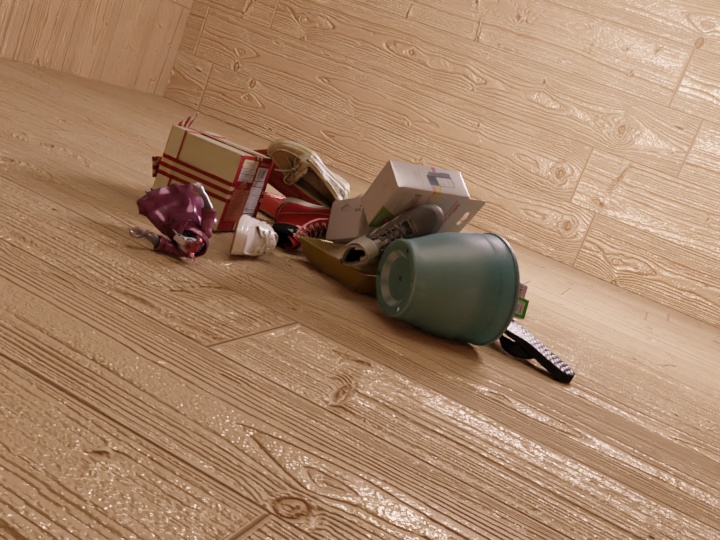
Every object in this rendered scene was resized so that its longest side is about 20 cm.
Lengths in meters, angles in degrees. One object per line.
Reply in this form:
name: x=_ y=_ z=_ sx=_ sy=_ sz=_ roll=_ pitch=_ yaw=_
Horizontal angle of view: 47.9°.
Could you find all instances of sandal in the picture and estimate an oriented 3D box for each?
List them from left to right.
sandal: x=0.298 y=0.144 z=1.480 sx=0.200 sy=0.048 sz=0.075 roll=44 pitch=21 yaw=32

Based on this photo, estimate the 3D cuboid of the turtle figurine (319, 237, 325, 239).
turtle figurine: x=-0.072 y=-0.083 z=1.786 sx=0.161 sy=0.064 sz=0.200 roll=13 pitch=41 yaw=-6

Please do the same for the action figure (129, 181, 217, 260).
action figure: x=-0.291 y=-0.062 z=1.314 sx=0.200 sy=0.134 sz=0.149 roll=53 pitch=-11 yaw=48

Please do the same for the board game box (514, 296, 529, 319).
board game box: x=0.212 y=0.047 z=1.612 sx=0.153 sy=0.040 sz=0.200 roll=20 pitch=-6 yaw=-28

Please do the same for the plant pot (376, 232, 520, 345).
plant pot: x=0.137 y=0.024 z=1.390 sx=0.188 sy=0.200 sz=0.200 roll=7 pitch=16 yaw=-28

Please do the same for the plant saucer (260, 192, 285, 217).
plant saucer: x=-0.146 y=-0.139 z=1.989 sx=0.199 sy=0.037 sz=0.200 roll=10 pitch=16 yaw=-44

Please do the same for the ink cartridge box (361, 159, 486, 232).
ink cartridge box: x=0.117 y=-0.130 z=1.496 sx=0.200 sy=0.117 sz=0.067 roll=6 pitch=52 yaw=-30

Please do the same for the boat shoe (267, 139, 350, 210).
boat shoe: x=-0.103 y=-0.190 z=1.638 sx=0.200 sy=0.073 sz=0.063 roll=32 pitch=42 yaw=-22

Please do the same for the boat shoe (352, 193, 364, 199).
boat shoe: x=0.037 y=-0.071 z=1.748 sx=0.200 sy=0.063 sz=0.073 roll=52 pitch=-27 yaw=5

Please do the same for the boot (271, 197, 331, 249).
boot: x=-0.084 y=-0.077 z=1.664 sx=0.200 sy=0.073 sz=0.144 roll=10 pitch=35 yaw=2

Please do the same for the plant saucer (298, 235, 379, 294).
plant saucer: x=0.000 y=0.000 z=1.591 sx=0.200 sy=0.049 sz=0.200 roll=9 pitch=16 yaw=-47

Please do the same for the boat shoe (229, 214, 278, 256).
boat shoe: x=-0.186 y=-0.060 z=1.471 sx=0.069 sy=0.071 sz=0.200 roll=19 pitch=10 yaw=2

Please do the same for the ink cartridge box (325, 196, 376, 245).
ink cartridge box: x=0.052 y=-0.077 z=1.615 sx=0.200 sy=0.084 sz=0.145 roll=15 pitch=-7 yaw=-28

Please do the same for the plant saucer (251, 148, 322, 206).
plant saucer: x=-0.157 y=-0.207 z=1.784 sx=0.200 sy=0.037 sz=0.200 roll=37 pitch=-14 yaw=-28

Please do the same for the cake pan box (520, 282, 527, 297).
cake pan box: x=0.225 y=0.014 z=1.715 sx=0.184 sy=0.052 sz=0.200 roll=10 pitch=-9 yaw=43

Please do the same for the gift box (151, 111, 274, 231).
gift box: x=-0.297 y=-0.199 z=1.628 sx=0.187 sy=0.200 sz=0.185 roll=22 pitch=6 yaw=15

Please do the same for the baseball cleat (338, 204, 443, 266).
baseball cleat: x=0.053 y=-0.052 z=1.435 sx=0.070 sy=0.200 sz=0.106 roll=60 pitch=24 yaw=-1
